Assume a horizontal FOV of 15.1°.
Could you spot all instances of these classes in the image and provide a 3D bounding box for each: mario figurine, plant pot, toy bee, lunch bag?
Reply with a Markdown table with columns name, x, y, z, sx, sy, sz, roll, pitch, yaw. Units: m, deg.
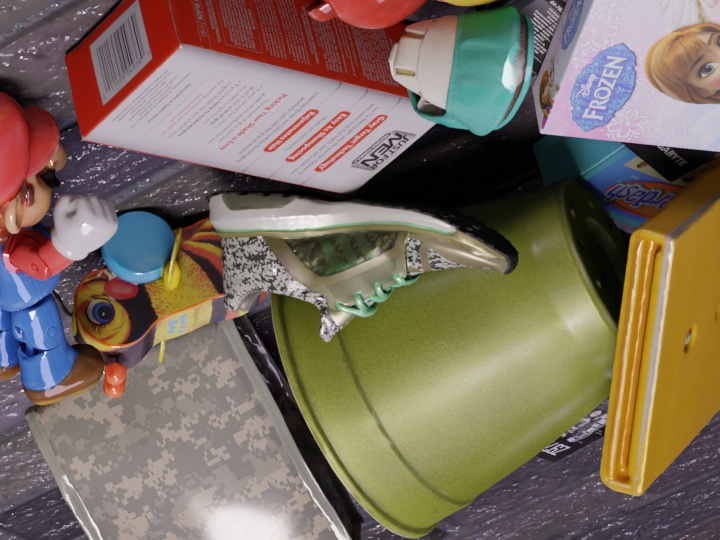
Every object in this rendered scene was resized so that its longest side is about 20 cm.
| name | x | y | z | sx | sy | sz | roll | pitch | yaw |
| --- | --- | --- | --- | --- | --- | --- | --- | --- | --- |
| mario figurine | -0.190 | -0.023 | 1.595 | 0.123 | 0.106 | 0.200 | 2 | 131 | 10 |
| plant pot | 0.079 | 0.040 | 1.718 | 0.193 | 0.200 | 0.200 | -26 | 150 | 19 |
| toy bee | -0.140 | 0.027 | 1.712 | 0.200 | 0.109 | 0.131 | -19 | 154 | 6 |
| lunch bag | -0.114 | 0.135 | 1.862 | 0.164 | 0.200 | 0.118 | -27 | -168 | 6 |

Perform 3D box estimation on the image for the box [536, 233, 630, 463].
| name | x | y | z | sx | sy | sz | roll | pitch | yaw |
| --- | --- | --- | --- | --- | --- | --- | --- | --- | --- |
| box | 0.133 | 0.047 | 1.908 | 0.164 | 0.086 | 0.200 | -32 | 148 | 28 |

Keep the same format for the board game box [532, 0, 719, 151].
| name | x | y | z | sx | sy | sz | roll | pitch | yaw |
| --- | --- | --- | --- | --- | --- | --- | --- | --- | --- |
| board game box | 0.218 | -0.146 | 1.514 | 0.199 | 0.041 | 0.200 | 5 | 139 | -12 |

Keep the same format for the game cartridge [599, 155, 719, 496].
| name | x | y | z | sx | sy | sz | roll | pitch | yaw |
| --- | --- | --- | --- | --- | --- | --- | --- | --- | --- |
| game cartridge | 0.208 | 0.020 | 1.675 | 0.200 | 0.032 | 0.176 | -39 | 139 | -55 |

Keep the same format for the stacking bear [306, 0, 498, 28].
| name | x | y | z | sx | sy | sz | roll | pitch | yaw |
| --- | --- | --- | --- | --- | --- | --- | --- | --- | --- |
| stacking bear | 0.052 | -0.189 | 1.416 | 0.200 | 0.121 | 0.114 | -22 | 119 | 37 |

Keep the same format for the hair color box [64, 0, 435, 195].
| name | x | y | z | sx | sy | sz | roll | pitch | yaw |
| --- | --- | --- | --- | --- | --- | --- | --- | --- | --- |
| hair color box | -0.057 | -0.107 | 1.558 | 0.200 | 0.061 | 0.102 | 11 | 143 | -40 |

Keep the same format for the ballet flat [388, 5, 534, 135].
| name | x | y | z | sx | sy | sz | roll | pitch | yaw |
| --- | --- | --- | --- | --- | --- | --- | --- | --- | --- |
| ballet flat | 0.050 | -0.107 | 1.473 | 0.070 | 0.067 | 0.200 | 9 | 178 | -2 |

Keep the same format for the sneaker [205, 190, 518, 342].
| name | x | y | z | sx | sy | sz | roll | pitch | yaw |
| --- | --- | --- | --- | --- | --- | --- | --- | --- | --- |
| sneaker | 0.000 | 0.000 | 1.645 | 0.200 | 0.089 | 0.077 | 6 | -175 | 22 |

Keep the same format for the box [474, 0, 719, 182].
| name | x | y | z | sx | sy | sz | roll | pitch | yaw |
| --- | --- | --- | --- | --- | --- | --- | --- | --- | --- |
| box | 0.200 | -0.156 | 1.569 | 0.198 | 0.050 | 0.200 | -32 | 134 | 27 |

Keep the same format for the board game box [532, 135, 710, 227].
| name | x | y | z | sx | sy | sz | roll | pitch | yaw |
| --- | --- | --- | --- | --- | --- | --- | --- | --- | --- |
| board game box | 0.234 | -0.097 | 1.742 | 0.200 | 0.045 | 0.152 | -35 | 146 | 31 |
